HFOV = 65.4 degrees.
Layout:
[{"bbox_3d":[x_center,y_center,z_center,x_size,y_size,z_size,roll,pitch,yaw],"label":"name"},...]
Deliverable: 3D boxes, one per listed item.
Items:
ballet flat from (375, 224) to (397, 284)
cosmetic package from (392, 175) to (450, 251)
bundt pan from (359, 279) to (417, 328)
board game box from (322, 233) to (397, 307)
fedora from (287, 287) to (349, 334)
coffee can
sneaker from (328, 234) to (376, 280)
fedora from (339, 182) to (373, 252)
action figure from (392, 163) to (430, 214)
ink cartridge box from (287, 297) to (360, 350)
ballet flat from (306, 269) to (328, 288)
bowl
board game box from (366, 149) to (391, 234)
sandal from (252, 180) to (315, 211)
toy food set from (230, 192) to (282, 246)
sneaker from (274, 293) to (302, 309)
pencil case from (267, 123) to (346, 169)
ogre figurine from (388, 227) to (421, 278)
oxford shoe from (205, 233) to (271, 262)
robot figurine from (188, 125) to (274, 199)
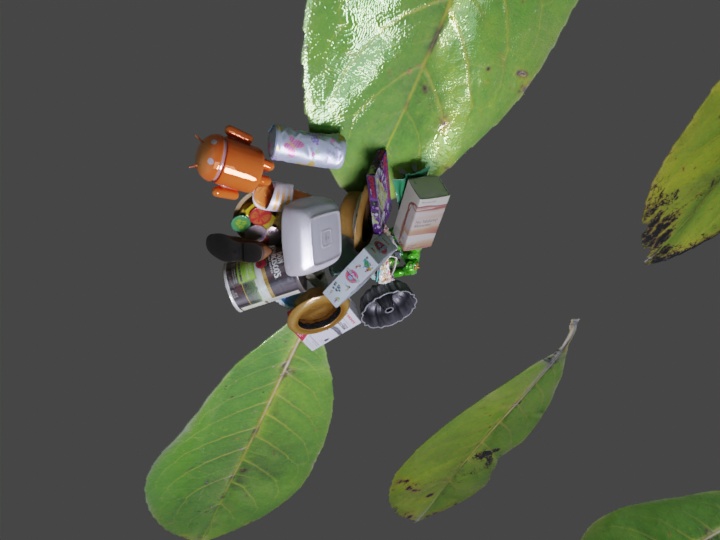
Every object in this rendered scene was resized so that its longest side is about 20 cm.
[{"bbox_3d":[0.079,-0.051,1.667,0.063,0.076,0.203,0,121,-3],"label":"ballet flat"},{"bbox_3d":[0.169,-0.160,1.588,0.102,0.088,0.202,-11,141,-20],"label":"cosmetic package"},{"bbox_3d":[0.084,0.103,1.865,0.199,0.076,0.203,-15,144,-11],"label":"bundt pan"},{"bbox_3d":[0.000,0.000,1.585,0.200,0.064,0.147,-46,177,32],"label":"board game box"},{"bbox_3d":[-0.133,0.110,1.688,0.198,0.082,0.202,-18,144,-14],"label":"fedora"},{"bbox_3d":[-0.264,0.017,1.568,0.197,0.148,0.147,-18,136,4],"label":"coffee can"},{"bbox_3d":[-0.032,-0.013,1.722,0.118,0.074,0.200,-40,125,9],"label":"sneaker"},{"bbox_3d":[-0.009,-0.155,1.564,0.081,0.202,0.203,12,137,17],"label":"fedora"},{"bbox_3d":[0.141,-0.214,1.622,0.116,0.055,0.202,-16,142,-9],"label":"action figure"},{"bbox_3d":[-0.117,0.153,1.836,0.198,0.084,0.145,-31,134,7],"label":"ink cartridge box"},{"bbox_3d":[-0.141,0.011,1.710,0.062,0.068,0.200,-42,134,5],"label":"ballet flat"},{"bbox_3d":[-0.117,-0.091,1.484,0.199,0.074,0.204,-23,116,-53],"label":"bowl"},{"bbox_3d":[0.054,-0.213,1.544,0.032,0.121,0.202,4,136,14],"label":"board game box"},{"bbox_3d":[-0.182,-0.191,1.469,0.204,0.059,0.081,6,86,-36],"label":"sandal"},{"bbox_3d":[-0.251,-0.139,1.535,0.197,0.049,0.200,-37,134,13],"label":"toy food set"},{"bbox_3d":[-0.232,0.051,1.701,0.198,0.079,0.090,23,117,-37],"label":"sneaker"},{"bbox_3d":[-0.132,-0.309,1.399,0.197,0.083,0.092,3,95,-24],"label":"pencil case"},{"bbox_3d":[0.129,-0.048,1.749,0.118,0.098,0.203,5,116,-2],"label":"ogre figurine"},{"bbox_3d":[-0.330,-0.059,1.520,0.071,0.197,0.073,-20,120,-64],"label":"oxford shoe"},{"bbox_3d":[-0.310,-0.256,1.352,0.198,0.117,0.145,14,125,-32],"label":"robot figurine"}]
